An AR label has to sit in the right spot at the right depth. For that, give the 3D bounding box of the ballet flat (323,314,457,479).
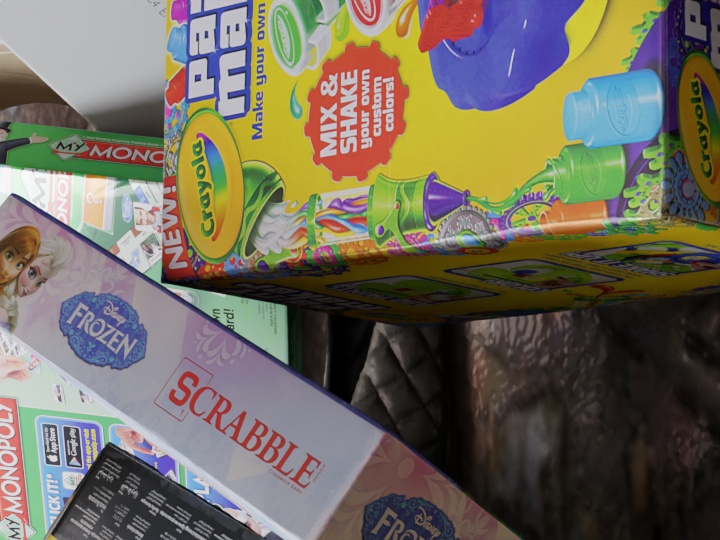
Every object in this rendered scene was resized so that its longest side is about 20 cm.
[{"bbox_3d":[0.000,0.000,1.008,0.066,0.056,0.202,142,127,-58],"label":"ballet flat"}]

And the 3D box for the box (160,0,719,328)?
[{"bbox_3d":[0.048,-0.095,0.797,0.192,0.122,0.202,-8,77,41],"label":"box"}]

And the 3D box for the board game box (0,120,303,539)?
[{"bbox_3d":[-0.090,0.036,1.036,0.029,0.133,0.201,-72,-14,-51],"label":"board game box"}]

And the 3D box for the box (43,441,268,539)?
[{"bbox_3d":[-0.007,0.135,0.880,0.050,0.159,0.200,-57,24,-6],"label":"box"}]

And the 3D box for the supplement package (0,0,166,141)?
[{"bbox_3d":[-0.080,-0.178,0.999,0.146,0.191,0.201,-27,53,14],"label":"supplement package"}]

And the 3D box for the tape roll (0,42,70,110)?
[{"bbox_3d":[-0.146,-0.036,1.138,0.071,0.201,0.204,74,-169,-74],"label":"tape roll"}]

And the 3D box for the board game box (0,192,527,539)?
[{"bbox_3d":[-0.009,0.071,0.830,0.200,0.199,0.041,30,82,45],"label":"board game box"}]
